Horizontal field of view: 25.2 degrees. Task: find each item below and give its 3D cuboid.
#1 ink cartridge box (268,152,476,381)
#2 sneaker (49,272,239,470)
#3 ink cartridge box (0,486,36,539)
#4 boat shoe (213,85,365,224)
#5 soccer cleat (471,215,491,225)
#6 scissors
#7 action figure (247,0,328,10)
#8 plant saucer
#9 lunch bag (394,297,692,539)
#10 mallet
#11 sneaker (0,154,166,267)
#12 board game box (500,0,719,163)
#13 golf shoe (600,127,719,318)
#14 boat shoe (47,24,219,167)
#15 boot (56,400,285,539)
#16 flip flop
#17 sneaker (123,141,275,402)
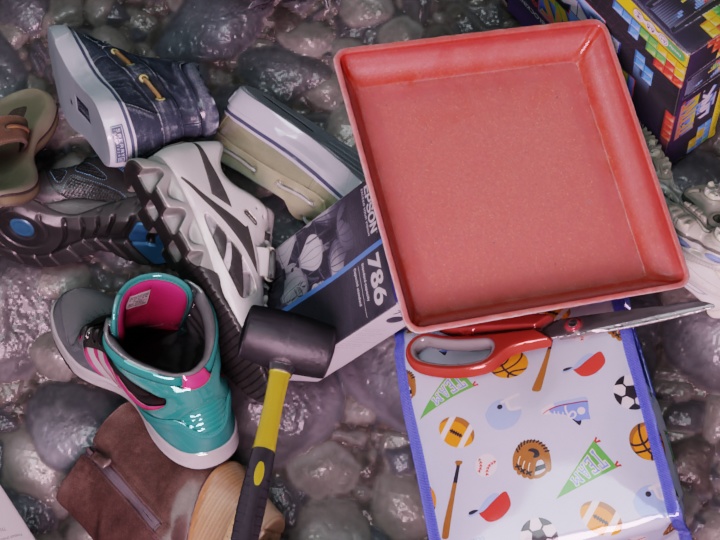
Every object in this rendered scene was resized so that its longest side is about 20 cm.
[{"bbox_3d":[0.000,0.000,1.130,0.200,0.039,0.100,-35,58,47],"label":"ink cartridge box"},{"bbox_3d":[-0.163,0.043,1.153,0.084,0.121,0.200,-32,51,-29],"label":"sneaker"},{"bbox_3d":[-0.262,0.268,1.108,0.200,0.084,0.145,51,123,21],"label":"ink cartridge box"},{"bbox_3d":[-0.029,-0.065,1.218,0.200,0.072,0.062,38,108,24],"label":"boat shoe"},{"bbox_3d":[0.096,-0.074,1.153,0.068,0.073,0.200,-1,47,14],"label":"soccer cleat"},{"bbox_3d":[0.127,0.045,1.056,0.199,0.014,0.073,3,48,24],"label":"scissors"},{"bbox_3d":[-0.097,-0.282,1.278,0.200,0.102,0.119,30,69,21],"label":"action figure"},{"bbox_3d":[0.095,-0.061,1.062,0.199,0.037,0.201,-9,70,-17],"label":"plant saucer"},{"bbox_3d":[0.120,0.108,1.089,0.170,0.124,0.200,-17,63,8],"label":"lunch bag"},{"bbox_3d":[-0.053,0.114,1.061,0.066,0.041,0.200,8,57,-9],"label":"mallet"},{"bbox_3d":[-0.219,-0.051,1.254,0.199,0.073,0.082,5,51,12],"label":"sneaker"},{"bbox_3d":[0.177,-0.190,1.150,0.057,0.165,0.200,-35,68,-12],"label":"board game box"},{"bbox_3d":[0.196,-0.038,1.141,0.078,0.097,0.200,-28,52,-28],"label":"golf shoe"},{"bbox_3d":[-0.179,-0.141,1.250,0.091,0.071,0.200,-15,35,-19],"label":"boat shoe"},{"bbox_3d":[-0.161,0.210,1.160,0.166,0.072,0.200,30,82,31],"label":"boot"},{"bbox_3d":[-0.277,-0.098,1.223,0.081,0.058,0.200,-6,32,8],"label":"flip flop"},{"bbox_3d":[-0.088,-0.005,1.169,0.088,0.074,0.200,-25,89,-28],"label":"sneaker"}]
